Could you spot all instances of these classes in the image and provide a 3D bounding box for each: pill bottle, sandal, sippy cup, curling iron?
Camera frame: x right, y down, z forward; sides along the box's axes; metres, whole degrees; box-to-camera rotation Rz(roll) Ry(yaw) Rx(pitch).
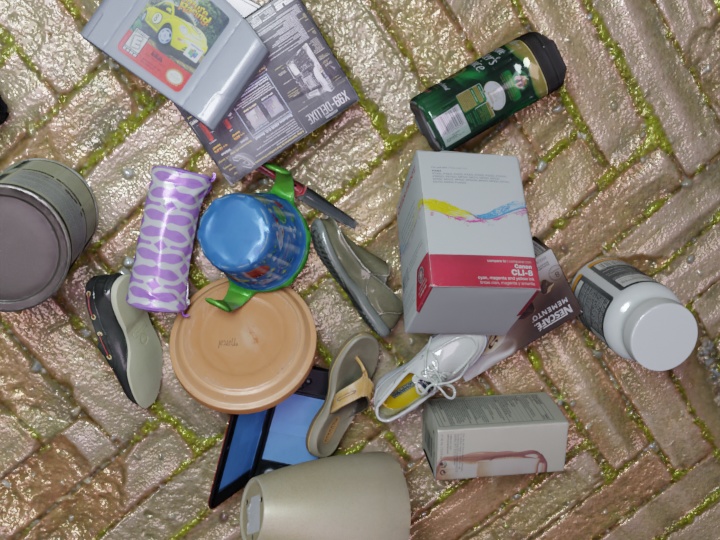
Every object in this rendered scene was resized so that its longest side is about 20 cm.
[{"bbox_3d":[0.381,0.060,1.164,0.115,0.200,0.117,-2,107,-7],"label":"pill bottle"},{"bbox_3d":[-0.016,0.186,1.190,0.080,0.054,0.201,18,97,-44],"label":"sandal"},{"bbox_3d":[-0.144,-0.043,1.067,0.138,0.130,0.179,-12,83,9],"label":"sippy cup"},{"bbox_3d":[-0.082,-0.119,1.132,0.200,0.026,0.050,39,100,-17],"label":"curling iron"}]

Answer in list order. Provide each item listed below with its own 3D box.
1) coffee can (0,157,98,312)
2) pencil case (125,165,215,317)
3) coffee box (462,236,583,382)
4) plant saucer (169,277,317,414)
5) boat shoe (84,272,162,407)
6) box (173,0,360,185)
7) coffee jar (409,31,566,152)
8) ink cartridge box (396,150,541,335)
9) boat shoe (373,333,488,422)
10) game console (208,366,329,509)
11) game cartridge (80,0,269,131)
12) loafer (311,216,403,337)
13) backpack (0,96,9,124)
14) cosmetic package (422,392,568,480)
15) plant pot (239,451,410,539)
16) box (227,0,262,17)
[{"bbox_3d":[-0.410,-0.051,1.010,0.145,0.200,0.148,-2,106,-8],"label":"coffee can"},{"bbox_3d":[-0.250,-0.038,1.084,0.085,0.084,0.202,10,93,-13],"label":"pencil case"},{"bbox_3d":[0.203,0.054,1.198,0.199,0.080,0.114,-30,107,1],"label":"coffee box"},{"bbox_3d":[-0.158,0.092,1.108,0.198,0.202,0.032,-10,150,-6],"label":"plant saucer"},{"bbox_3d":[-0.325,0.097,1.141,0.063,0.074,0.203,2,117,22],"label":"boat shoe"},{"bbox_3d":[-0.124,-0.227,1.020,0.199,0.050,0.158,-33,109,3],"label":"box"},{"bbox_3d":[0.169,-0.238,1.097,0.199,0.104,0.086,-29,104,0],"label":"coffee jar"},{"bbox_3d":[0.133,-0.035,1.081,0.143,0.146,0.202,1,63,-10],"label":"ink cartridge box"},{"bbox_3d":[0.093,0.146,1.134,0.201,0.086,0.075,-37,105,22],"label":"boat shoe"},{"bbox_3d":[-0.113,0.242,1.183,0.171,0.119,0.202,14,104,-12],"label":"game console"},{"bbox_3d":[-0.212,-0.272,0.961,0.199,0.041,0.134,35,87,6],"label":"game cartridge"},{"bbox_3d":[0.000,0.000,1.163,0.069,0.075,0.201,-37,113,-9],"label":"loafer"},{"bbox_3d":[-0.549,-0.228,0.976,0.182,0.135,0.201,-28,105,-1],"label":"backpack"},{"bbox_3d":[0.199,0.247,1.242,0.198,0.103,0.088,-2,108,-6],"label":"cosmetic package"},{"bbox_3d":[-0.061,0.343,1.159,0.199,0.187,0.189,11,105,-27],"label":"plant pot"},{"bbox_3d":[-0.192,-0.306,1.045,0.199,0.060,0.117,26,101,-15],"label":"box"}]
